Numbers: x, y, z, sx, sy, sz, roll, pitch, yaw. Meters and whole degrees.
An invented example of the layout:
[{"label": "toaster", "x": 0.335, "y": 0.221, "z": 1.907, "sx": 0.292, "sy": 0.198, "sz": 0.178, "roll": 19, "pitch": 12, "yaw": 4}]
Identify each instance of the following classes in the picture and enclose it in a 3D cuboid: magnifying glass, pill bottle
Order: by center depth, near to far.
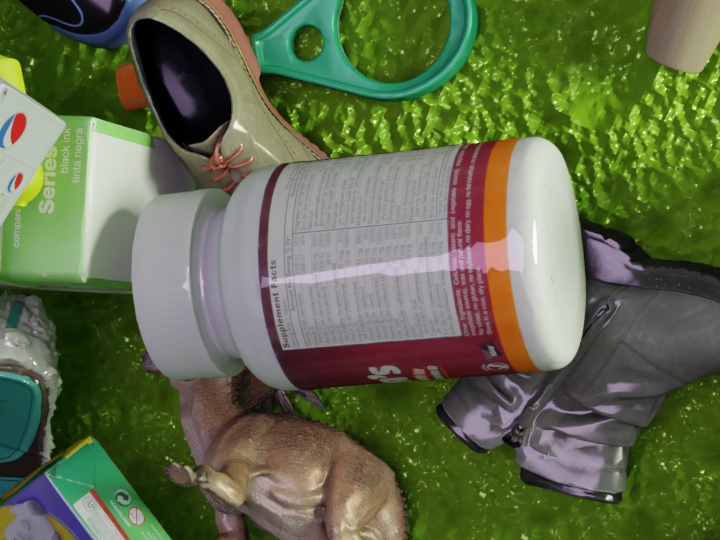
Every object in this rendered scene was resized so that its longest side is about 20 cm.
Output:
[{"label": "pill bottle", "x": 0.000, "y": 0.000, "z": 1.025, "sx": 0.199, "sy": 0.109, "sz": 0.110, "roll": -6, "pitch": 88, "yaw": 18}, {"label": "magnifying glass", "x": -0.035, "y": -0.117, "z": 1.139, "sx": 0.199, "sy": 0.022, "sz": 0.080, "roll": -12, "pitch": 86, "yaw": 14}]

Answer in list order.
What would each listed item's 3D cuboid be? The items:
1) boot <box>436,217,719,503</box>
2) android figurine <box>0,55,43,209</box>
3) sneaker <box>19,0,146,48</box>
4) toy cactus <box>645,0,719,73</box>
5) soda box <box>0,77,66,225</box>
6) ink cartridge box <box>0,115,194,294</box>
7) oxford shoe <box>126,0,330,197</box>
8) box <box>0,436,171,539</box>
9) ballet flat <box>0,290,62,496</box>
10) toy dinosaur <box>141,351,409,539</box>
[{"label": "boot", "x": 0.143, "y": 0.057, "z": 1.067, "sx": 0.199, "sy": 0.068, "sz": 0.132, "roll": 21, "pitch": 100, "yaw": 23}, {"label": "android figurine", "x": -0.239, "y": -0.040, "z": 1.033, "sx": 0.181, "sy": 0.041, "sz": 0.201, "roll": -18, "pitch": 77, "yaw": 13}, {"label": "sneaker", "x": -0.194, "y": -0.199, "z": 1.156, "sx": 0.070, "sy": 0.078, "sz": 0.200, "roll": -45, "pitch": 77, "yaw": 11}, {"label": "toy cactus", "x": 0.179, "y": -0.181, "z": 1.052, "sx": 0.199, "sy": 0.102, "sz": 0.166, "roll": 24, "pitch": 115, "yaw": 13}, {"label": "soda box", "x": -0.235, "y": -0.099, "z": 0.986, "sx": 0.199, "sy": 0.068, "sz": 0.064, "roll": 34, "pitch": 90, "yaw": 20}, {"label": "ink cartridge box", "x": -0.203, "y": -0.035, "z": 1.120, "sx": 0.198, "sy": 0.145, "sz": 0.085, "roll": 3, "pitch": 88, "yaw": 16}, {"label": "oxford shoe", "x": -0.062, "y": -0.050, "z": 1.106, "sx": 0.070, "sy": 0.075, "sz": 0.201, "roll": -34, "pitch": 92, "yaw": 20}, {"label": "box", "x": -0.173, "y": 0.181, "z": 1.119, "sx": 0.200, "sy": 0.048, "sz": 0.118, "roll": -37, "pitch": 90, "yaw": 39}, {"label": "ballet flat", "x": -0.190, "y": 0.083, "z": 1.133, "sx": 0.072, "sy": 0.072, "sz": 0.200, "roll": 41, "pitch": 139, "yaw": 13}, {"label": "toy dinosaur", "x": -0.030, "y": 0.102, "z": 1.108, "sx": 0.200, "sy": 0.136, "sz": 0.086, "roll": 38, "pitch": 142, "yaw": -7}]
